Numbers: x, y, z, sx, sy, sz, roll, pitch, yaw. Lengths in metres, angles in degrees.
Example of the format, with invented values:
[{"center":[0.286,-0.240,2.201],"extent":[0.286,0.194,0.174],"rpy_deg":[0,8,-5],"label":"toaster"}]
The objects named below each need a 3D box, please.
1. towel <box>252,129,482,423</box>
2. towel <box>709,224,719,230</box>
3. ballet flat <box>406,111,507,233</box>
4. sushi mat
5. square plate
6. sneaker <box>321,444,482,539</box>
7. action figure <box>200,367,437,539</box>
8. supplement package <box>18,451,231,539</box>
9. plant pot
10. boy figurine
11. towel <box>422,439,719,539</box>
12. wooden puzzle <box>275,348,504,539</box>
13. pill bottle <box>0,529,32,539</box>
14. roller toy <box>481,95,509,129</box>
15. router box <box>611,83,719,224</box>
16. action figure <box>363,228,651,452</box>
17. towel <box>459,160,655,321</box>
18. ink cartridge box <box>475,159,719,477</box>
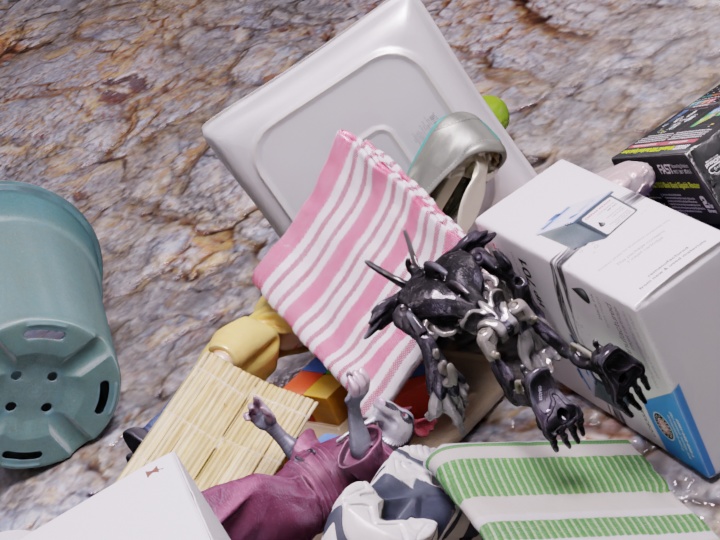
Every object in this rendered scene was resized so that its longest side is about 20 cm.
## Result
[{"center":[0.000,0.000,1.275],"extent":[0.146,0.030,0.200],"rpy_deg":[-58,40,13],"label":"towel"},{"center":[0.301,-0.019,1.253],"extent":[0.200,0.050,0.148],"rpy_deg":[-35,22,-12],"label":"towel"},{"center":[0.041,-0.024,1.322],"extent":[0.064,0.067,0.200],"rpy_deg":[41,107,31],"label":"ballet flat"},{"center":[-0.118,0.149,1.236],"extent":[0.096,0.012,0.200],"rpy_deg":[26,59,11],"label":"sushi mat"},{"center":[0.011,-0.080,1.361],"extent":[0.198,0.200,0.028],"rpy_deg":[-32,15,13],"label":"square plate"},{"center":[0.020,0.190,1.115],"extent":[0.130,0.079,0.199],"rpy_deg":[-63,-14,16],"label":"sneaker"},{"center":[-0.029,0.149,1.156],"extent":[0.200,0.149,0.134],"rpy_deg":[-25,2,-20],"label":"action figure"},{"center":[-0.100,0.229,1.023],"extent":[0.117,0.200,0.117],"rpy_deg":[-30,27,-4],"label":"supplement package"},{"center":[-0.298,0.054,1.516],"extent":[0.200,0.200,0.196],"rpy_deg":[-30,35,-4],"label":"plant pot"},{"center":[-0.096,0.087,1.360],"extent":[0.064,0.124,0.200],"rpy_deg":[36,60,18],"label":"boy figurine"},{"center":[0.136,0.153,1.054],"extent":[0.152,0.023,0.200],"rpy_deg":[2,22,-20],"label":"towel"},{"center":[-0.015,0.118,1.297],"extent":[0.185,0.046,0.200],"rpy_deg":[5,42,45],"label":"wooden puzzle"},{"center":[-0.227,0.261,1.180],"extent":[0.109,0.109,0.200],"rpy_deg":[-28,28,1],"label":"pill bottle"},{"center":[0.029,-0.073,1.477],"extent":[0.182,0.140,0.200],"rpy_deg":[-30,17,-14],"label":"roller toy"},{"center":[0.283,-0.100,1.299],"extent":[0.150,0.062,0.200],"rpy_deg":[-34,6,-4],"label":"router box"},{"center":[0.083,0.048,1.135],"extent":[0.119,0.102,0.200],"rpy_deg":[-33,41,-20],"label":"action figure"},{"center":[0.110,-0.010,1.342],"extent":[0.200,0.032,0.191],"rpy_deg":[-35,3,-15],"label":"towel"},{"center":[0.180,0.027,1.170],"extent":[0.086,0.147,0.200],"rpy_deg":[-35,29,-14],"label":"ink cartridge box"}]
